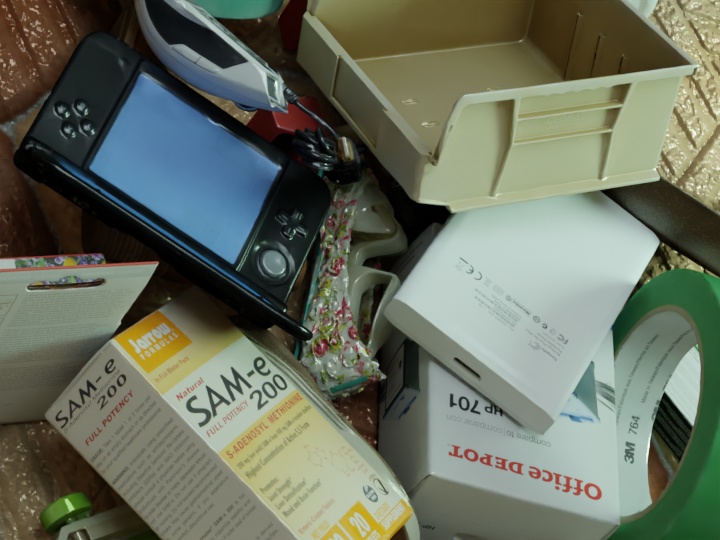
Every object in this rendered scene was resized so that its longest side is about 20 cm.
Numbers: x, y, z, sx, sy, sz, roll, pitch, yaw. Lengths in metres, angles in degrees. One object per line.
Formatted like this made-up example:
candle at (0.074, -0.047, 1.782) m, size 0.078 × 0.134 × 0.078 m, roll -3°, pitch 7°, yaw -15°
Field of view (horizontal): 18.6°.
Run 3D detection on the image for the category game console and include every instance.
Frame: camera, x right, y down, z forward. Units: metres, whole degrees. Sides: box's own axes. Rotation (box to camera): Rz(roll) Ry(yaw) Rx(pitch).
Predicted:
game console at (-0.103, -0.057, 1.367) m, size 0.199 × 0.116 × 0.177 m, roll 34°, pitch 55°, yaw -14°

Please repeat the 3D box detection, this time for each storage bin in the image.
storage bin at (0.086, -0.140, 1.495) m, size 0.197 × 0.094 × 0.200 m, roll -9°, pitch 39°, yaw -27°

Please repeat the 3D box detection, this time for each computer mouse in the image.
computer mouse at (-0.081, -0.124, 1.445) m, size 0.200 × 0.044 × 0.110 m, roll 40°, pitch 7°, yaw 6°

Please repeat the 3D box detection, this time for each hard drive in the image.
hard drive at (0.112, 0.003, 1.475) m, size 0.132 × 0.026 × 0.200 m, roll 37°, pitch 46°, yaw -1°

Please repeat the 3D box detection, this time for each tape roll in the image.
tape roll at (0.208, 0.101, 1.460) m, size 0.048 × 0.201 × 0.202 m, roll 16°, pitch 54°, yaw -20°

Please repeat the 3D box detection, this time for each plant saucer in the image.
plant saucer at (0.219, -0.045, 1.606) m, size 0.200 × 0.200 × 0.037 m, roll 32°, pitch 94°, yaw -7°

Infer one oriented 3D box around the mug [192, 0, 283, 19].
mug at (-0.101, -0.258, 1.540) m, size 0.184 × 0.115 × 0.152 m, roll -4°, pitch 31°, yaw -40°

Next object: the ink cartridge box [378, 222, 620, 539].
ink cartridge box at (0.093, 0.087, 1.481) m, size 0.146 × 0.086 × 0.201 m, roll 16°, pitch 51°, yaw -19°

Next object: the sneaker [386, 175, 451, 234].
sneaker at (0.102, -0.023, 1.577) m, size 0.199 × 0.080 × 0.087 m, roll 24°, pitch 67°, yaw -8°

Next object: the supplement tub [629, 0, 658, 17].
supplement tub at (0.148, -0.278, 1.725) m, size 0.122 × 0.123 × 0.201 m, roll -4°, pitch 62°, yaw -31°

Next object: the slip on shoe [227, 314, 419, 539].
slip on shoe at (-0.032, 0.108, 1.413) m, size 0.200 × 0.076 × 0.061 m, roll 42°, pitch 34°, yaw 7°

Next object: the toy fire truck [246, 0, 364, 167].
toy fire truck at (0.002, -0.141, 1.602) m, size 0.199 × 0.049 × 0.142 m, roll 1°, pitch 61°, yaw -30°

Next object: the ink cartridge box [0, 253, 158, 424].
ink cartridge box at (-0.204, 0.028, 1.277) m, size 0.108 × 0.200 × 0.051 m, roll -3°, pitch 62°, yaw -31°

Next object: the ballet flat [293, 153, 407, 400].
ballet flat at (0.000, 0.000, 1.491) m, size 0.076 × 0.063 × 0.201 m, roll 53°, pitch 37°, yaw -53°

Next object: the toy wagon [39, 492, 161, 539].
toy wagon at (-0.136, 0.203, 1.308) m, size 0.199 × 0.040 × 0.156 m, roll -18°, pitch 70°, yaw -36°

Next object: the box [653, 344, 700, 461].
box at (0.275, 0.111, 1.599) m, size 0.110 × 0.035 × 0.200 m, roll -30°, pitch 78°, yaw -39°

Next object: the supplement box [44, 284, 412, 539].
supplement box at (-0.076, 0.116, 1.323) m, size 0.200 × 0.074 × 0.126 m, roll 45°, pitch 25°, yaw 3°

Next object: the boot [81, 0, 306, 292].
boot at (-0.108, -0.080, 1.489) m, size 0.154 × 0.074 × 0.201 m, roll 11°, pitch 66°, yaw -22°
